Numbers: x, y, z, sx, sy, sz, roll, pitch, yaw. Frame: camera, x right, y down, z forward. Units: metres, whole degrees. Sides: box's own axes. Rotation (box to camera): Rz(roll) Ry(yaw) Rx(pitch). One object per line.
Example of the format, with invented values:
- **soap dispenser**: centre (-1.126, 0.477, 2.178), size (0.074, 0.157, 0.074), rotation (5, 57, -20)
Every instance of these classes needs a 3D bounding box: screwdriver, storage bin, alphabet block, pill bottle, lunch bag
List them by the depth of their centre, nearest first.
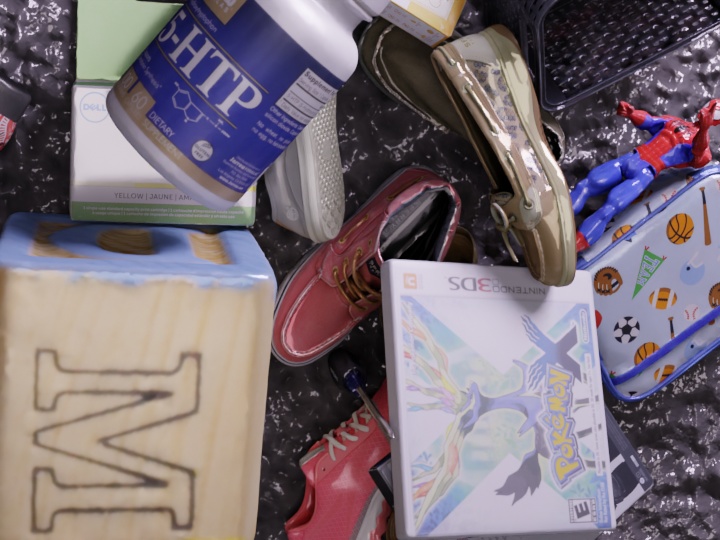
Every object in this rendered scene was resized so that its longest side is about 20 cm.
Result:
- **pill bottle**: centre (-0.071, -0.152, 0.880), size (0.119, 0.120, 0.200), rotation (40, 100, -17)
- **alphabet block**: centre (-0.173, 0.075, 0.936), size (0.193, 0.195, 0.203), rotation (3, 101, -11)
- **storage bin**: centre (0.199, -0.229, 0.961), size (0.198, 0.094, 0.136), rotation (-27, 151, -5)
- **screwdriver**: centre (0.001, 0.100, 0.973), size (0.028, 0.200, 0.029), rotation (23, 101, -16)
- **lunch bag**: centre (0.262, 0.008, 1.076), size (0.199, 0.076, 0.161), rotation (-34, 110, -2)

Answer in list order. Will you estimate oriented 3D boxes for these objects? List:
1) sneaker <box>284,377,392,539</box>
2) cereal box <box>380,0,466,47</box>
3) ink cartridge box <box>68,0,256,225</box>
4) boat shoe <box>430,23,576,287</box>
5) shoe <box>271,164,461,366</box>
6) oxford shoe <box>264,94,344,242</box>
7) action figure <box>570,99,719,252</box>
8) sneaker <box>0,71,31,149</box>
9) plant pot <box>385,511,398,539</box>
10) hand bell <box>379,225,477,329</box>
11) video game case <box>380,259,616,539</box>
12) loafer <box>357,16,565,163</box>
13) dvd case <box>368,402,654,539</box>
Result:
- **sneaker**: centre (-0.003, 0.156, 1.053), size (0.086, 0.074, 0.202), rotation (18, 99, -14)
- **cereal box**: centre (0.006, -0.281, 0.949), size (0.198, 0.039, 0.145), rotation (29, 76, -16)
- **ink cartridge box**: centre (-0.148, -0.139, 0.967), size (0.143, 0.048, 0.203), rotation (1, 105, -12)
- **boat shoe**: centre (0.109, -0.079, 0.950), size (0.062, 0.073, 0.202), rotation (-19, 93, -11)
- **shoe**: centre (0.000, 0.000, 1.004), size (0.071, 0.091, 0.200), rotation (42, 91, -13)
- **oxford shoe**: centre (-0.051, -0.121, 0.984), size (0.057, 0.075, 0.203), rotation (2, 103, 24)
- **action figure**: centre (0.211, -0.088, 0.999), size (0.199, 0.065, 0.099), rotation (-35, 148, -6)
- **sneaker**: centre (-0.350, -0.136, 0.912), size (0.200, 0.067, 0.109), rotation (34, 92, -20)
- **plant pot**: centre (0.110, 0.261, 1.033), size (0.186, 0.186, 0.201), rotation (-37, 113, -1)
- **hand bell**: centre (0.120, 0.060, 1.063), size (0.199, 0.104, 0.105), rotation (37, 93, -30)
- **video game case**: centre (0.104, 0.095, 0.946), size (0.180, 0.022, 0.203), rotation (3, 76, -25)
- **loafer**: centre (0.089, -0.140, 1.004), size (0.198, 0.070, 0.076), rotation (28, 96, -17)
- **dvd case**: centre (0.119, 0.158, 0.964), size (0.199, 0.025, 0.151), rotation (-34, 92, -28)
